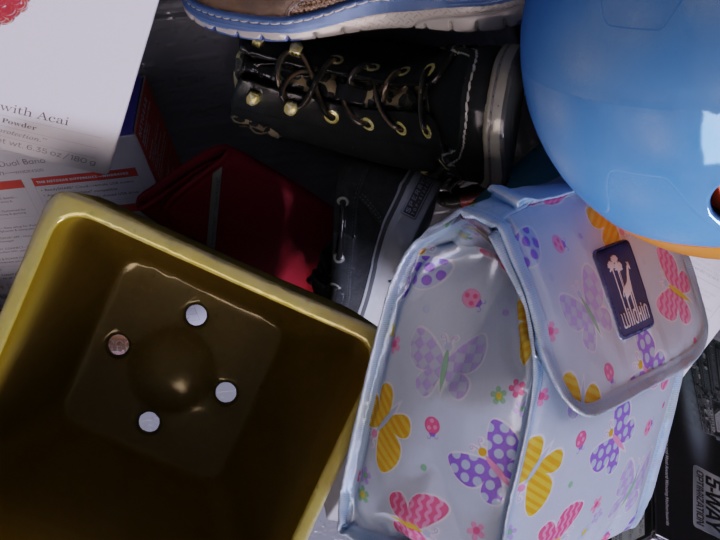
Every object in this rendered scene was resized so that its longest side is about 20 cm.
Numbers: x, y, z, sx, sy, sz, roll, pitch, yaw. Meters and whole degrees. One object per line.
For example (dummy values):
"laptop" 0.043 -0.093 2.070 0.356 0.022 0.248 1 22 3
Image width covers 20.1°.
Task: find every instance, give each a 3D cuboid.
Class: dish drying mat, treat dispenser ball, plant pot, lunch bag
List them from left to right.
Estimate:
"plant pot" -0.110 0.070 1.136 0.193 0.200 0.197 24 97 -5
"dish drying mat" -0.041 -0.015 1.224 0.077 0.018 0.200 -33 138 24
"lunch bag" 0.092 0.050 1.044 0.127 0.169 0.201 22 110 31
"treat dispenser ball" 0.175 -0.105 0.963 0.199 0.202 0.202 3 141 2

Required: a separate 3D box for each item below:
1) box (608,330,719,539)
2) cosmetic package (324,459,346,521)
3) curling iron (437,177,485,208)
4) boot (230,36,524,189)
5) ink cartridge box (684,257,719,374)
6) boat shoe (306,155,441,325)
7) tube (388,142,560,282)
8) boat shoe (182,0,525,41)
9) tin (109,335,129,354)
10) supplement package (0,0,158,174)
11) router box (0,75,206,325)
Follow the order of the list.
"box" 0.224 0.114 1.259 0.157 0.201 0.050 27 139 -25
"cosmetic package" 0.058 0.078 1.293 0.101 0.072 0.200 13 129 -26
"curling iron" 0.132 -0.062 1.189 0.198 0.026 0.050 -3 144 9
"boot" 0.006 -0.090 1.072 0.153 0.074 0.204 10 180 -1
"ink cartridge box" 0.132 0.043 1.192 0.103 0.059 0.201 25 109 -30
"boat shoe" 0.000 0.000 1.201 0.056 0.069 0.200 24 143 4
"tube" 0.101 -0.045 1.124 0.199 0.051 0.077 -36 166 2
"boat shoe" -0.001 -0.166 1.048 0.199 0.072 0.073 -1 121 16
"tin" -0.200 0.062 1.298 0.112 0.042 0.199 -17 164 40
"supplement package" -0.156 -0.166 1.014 0.120 0.120 0.200 13 140 -10
"router box" -0.202 -0.031 1.242 0.198 0.049 0.180 -4 140 11
